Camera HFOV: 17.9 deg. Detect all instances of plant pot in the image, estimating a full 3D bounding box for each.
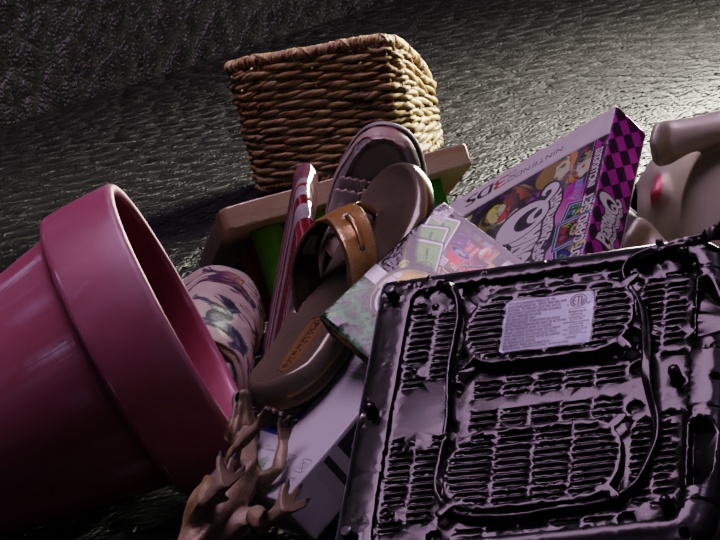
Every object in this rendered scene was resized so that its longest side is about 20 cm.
[{"bbox_3d":[-0.186,0.073,1.443,0.178,0.201,0.200,-28,12,2],"label":"plant pot"}]

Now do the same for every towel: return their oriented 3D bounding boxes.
[{"bbox_3d":[-0.046,0.023,1.550,0.023,0.145,0.200,9,19,-5],"label":"towel"}]

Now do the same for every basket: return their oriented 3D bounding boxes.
[{"bbox_3d":[-0.022,-0.180,2.425,0.199,0.150,0.143,-9,13,21],"label":"basket"}]

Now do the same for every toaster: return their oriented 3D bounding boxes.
[{"bbox_3d":[0.100,0.085,1.039,0.199,0.119,0.182,-9,46,21],"label":"toaster"}]

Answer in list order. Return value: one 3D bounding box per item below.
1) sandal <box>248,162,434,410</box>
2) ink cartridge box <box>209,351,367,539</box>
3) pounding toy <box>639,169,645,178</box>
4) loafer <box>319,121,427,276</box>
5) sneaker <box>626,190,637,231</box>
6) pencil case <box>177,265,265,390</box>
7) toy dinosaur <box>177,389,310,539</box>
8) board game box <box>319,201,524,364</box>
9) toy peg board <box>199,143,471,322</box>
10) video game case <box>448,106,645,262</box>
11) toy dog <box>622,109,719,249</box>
[{"bbox_3d":[-0.017,0.000,1.403,0.080,0.054,0.200,-13,35,50],"label":"sandal"},{"bbox_3d":[0.003,0.069,1.370,0.200,0.039,0.099,-49,24,-16],"label":"ink cartridge box"},{"bbox_3d":[0.329,-0.072,1.599,0.199,0.143,0.184,-2,17,41],"label":"pounding toy"},{"bbox_3d":[0.000,0.000,1.556,0.071,0.201,0.063,16,25,3],"label":"loafer"},{"bbox_3d":[0.158,-0.005,1.520,0.079,0.076,0.200,-11,30,12],"label":"sneaker"},{"bbox_3d":[-0.114,0.061,1.632,0.078,0.090,0.200,30,13,-6],"label":"pencil case"},{"bbox_3d":[-0.081,0.139,1.289,0.101,0.058,0.200,-40,12,45],"label":"toy dinosaur"},{"bbox_3d":[0.074,0.046,1.293,0.105,0.023,0.200,-45,49,-9],"label":"board game box"},{"bbox_3d":[-0.013,-0.007,1.811,0.199,0.098,0.199,-15,-9,-12],"label":"toy peg board"},{"bbox_3d":[0.089,0.008,1.428,0.181,0.036,0.201,-31,28,39],"label":"video game case"},{"bbox_3d":[0.246,-0.040,1.354,0.193,0.140,0.200,-3,8,-27],"label":"toy dog"}]
